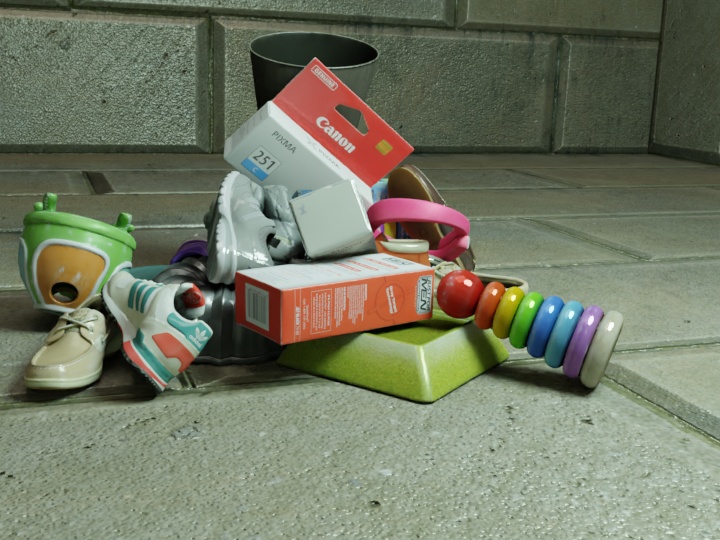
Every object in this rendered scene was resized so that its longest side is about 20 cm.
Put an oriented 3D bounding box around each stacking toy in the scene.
[{"bbox_3d":[0.176,0.049,0.991,0.199,0.086,0.085,23,19,18],"label":"stacking toy"}]

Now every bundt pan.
[{"bbox_3d":[-0.157,0.036,1.077,0.200,0.076,0.202,5,19,-2],"label":"bundt pan"}]

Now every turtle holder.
[{"bbox_3d":[-0.361,-0.011,1.134,0.140,0.133,0.185,18,-12,-40],"label":"turtle holder"}]

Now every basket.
[{"bbox_3d":[-0.074,-0.215,1.291,0.179,0.201,0.136,-2,34,-16],"label":"basket"}]

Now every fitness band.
[{"bbox_3d":[0.073,-0.053,1.273,0.143,0.038,0.200,16,-15,-8],"label":"fitness band"}]

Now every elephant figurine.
[{"bbox_3d":[-0.141,-0.037,1.255,0.140,0.156,0.200,-3,-15,-10],"label":"elephant figurine"}]

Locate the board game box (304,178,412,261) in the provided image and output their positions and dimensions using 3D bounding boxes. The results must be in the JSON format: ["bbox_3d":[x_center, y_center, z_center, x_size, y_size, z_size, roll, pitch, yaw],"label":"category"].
[{"bbox_3d":[-0.018,-0.063,1.401,0.198,0.152,0.047,-2,13,-15],"label":"board game box"}]

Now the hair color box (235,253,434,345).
[{"bbox_3d":[-0.026,0.027,0.996,0.199,0.062,0.101,-8,16,-35],"label":"hair color box"}]

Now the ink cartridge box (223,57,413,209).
[{"bbox_3d":[-0.053,-0.155,1.232,0.200,0.176,0.045,38,26,-29],"label":"ink cartridge box"}]

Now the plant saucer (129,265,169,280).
[{"bbox_3d":[-0.261,0.025,1.238,0.198,0.036,0.200,2,13,0],"label":"plant saucer"}]

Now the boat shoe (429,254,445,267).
[{"bbox_3d":[0.052,0.002,1.308,0.199,0.063,0.075,15,-16,-10],"label":"boat shoe"}]

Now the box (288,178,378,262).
[{"bbox_3d":[-0.026,-0.043,1.095,0.082,0.069,0.200,-20,-10,2],"label":"box"}]

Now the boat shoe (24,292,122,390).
[{"bbox_3d":[-0.297,0.071,0.961,0.072,0.066,0.200,3,13,3],"label":"boat shoe"}]

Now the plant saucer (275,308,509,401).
[{"bbox_3d":[0.041,0.078,1.031,0.199,0.048,0.199,11,15,32],"label":"plant saucer"}]

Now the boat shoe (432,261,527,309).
[{"bbox_3d":[0.109,0.020,1.152,0.198,0.065,0.072,12,30,4],"label":"boat shoe"}]

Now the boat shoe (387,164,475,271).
[{"bbox_3d":[0.109,-0.070,1.378,0.070,0.201,0.070,-19,13,39],"label":"boat shoe"}]

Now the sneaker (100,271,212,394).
[{"bbox_3d":[-0.207,0.044,0.961,0.093,0.070,0.200,-37,34,-4],"label":"sneaker"}]

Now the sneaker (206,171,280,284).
[{"bbox_3d":[-0.135,-0.044,1.083,0.081,0.075,0.201,12,36,-15],"label":"sneaker"}]

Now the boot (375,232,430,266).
[{"bbox_3d":[0.000,0.000,1.236,0.198,0.108,0.075,1,14,1],"label":"boot"}]

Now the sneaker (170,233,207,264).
[{"bbox_3d":[-0.188,-0.007,1.353,0.198,0.081,0.084,-3,24,20],"label":"sneaker"}]
